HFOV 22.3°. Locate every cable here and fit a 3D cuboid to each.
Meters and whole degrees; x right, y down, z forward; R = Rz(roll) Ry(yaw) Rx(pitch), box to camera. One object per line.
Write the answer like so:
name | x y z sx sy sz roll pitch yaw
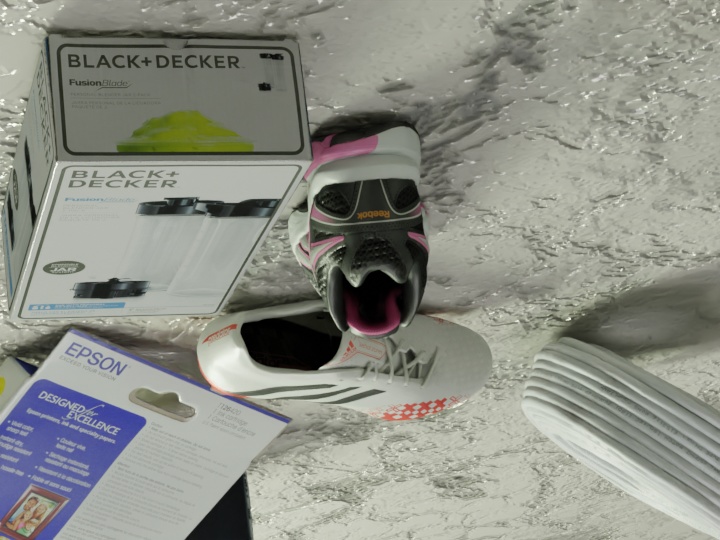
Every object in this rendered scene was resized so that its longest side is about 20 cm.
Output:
cable | 0.199 0.117 1.249 0.199 0.069 0.200 29 175 36

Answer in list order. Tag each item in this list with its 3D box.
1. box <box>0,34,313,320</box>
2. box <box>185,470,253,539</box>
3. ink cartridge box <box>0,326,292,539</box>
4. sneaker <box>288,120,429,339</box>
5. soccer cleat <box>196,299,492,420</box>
box | -0.103 -0.038 0.863 0.116 0.061 0.200 -1 159 -18
box | -0.203 0.202 1.425 0.199 0.105 0.148 11 152 -41
ink cartridge box | -0.180 0.130 1.227 0.197 0.047 0.200 27 109 -40
sneaker | 0.000 0.000 0.966 0.080 0.087 0.200 -7 161 3
soccer cleat | -0.003 0.053 1.143 0.199 0.069 0.085 5 161 -19
